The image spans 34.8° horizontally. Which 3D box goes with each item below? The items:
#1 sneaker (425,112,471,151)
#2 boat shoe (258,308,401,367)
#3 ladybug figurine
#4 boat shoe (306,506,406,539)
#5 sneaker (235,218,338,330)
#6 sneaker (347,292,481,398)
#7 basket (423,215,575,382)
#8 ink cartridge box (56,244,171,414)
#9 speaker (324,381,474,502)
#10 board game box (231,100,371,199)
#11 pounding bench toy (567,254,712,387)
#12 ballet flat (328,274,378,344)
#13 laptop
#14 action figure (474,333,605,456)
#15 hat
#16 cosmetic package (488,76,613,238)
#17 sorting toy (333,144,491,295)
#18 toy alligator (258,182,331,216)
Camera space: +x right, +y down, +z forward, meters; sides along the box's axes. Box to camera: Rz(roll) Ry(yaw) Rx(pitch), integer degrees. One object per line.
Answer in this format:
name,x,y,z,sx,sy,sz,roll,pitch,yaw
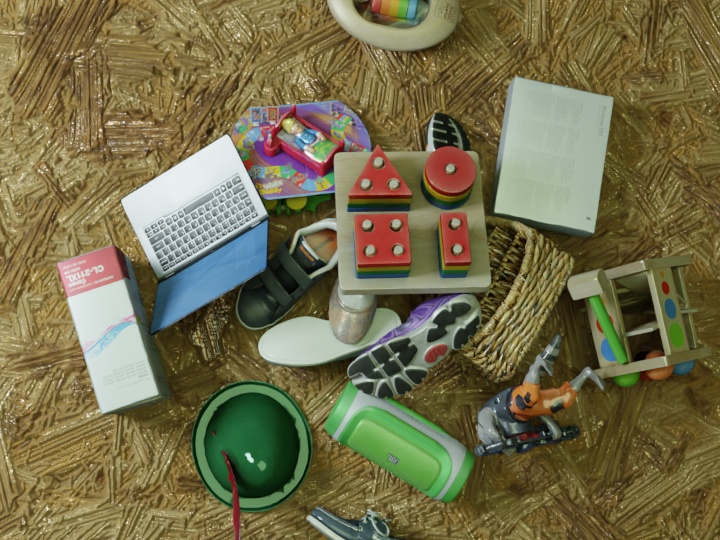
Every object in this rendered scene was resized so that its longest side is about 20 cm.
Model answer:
sneaker,0.111,-0.127,1.611,0.073,0.080,0.203,13,62,-31
boat shoe,-0.041,0.102,1.566,0.196,0.062,0.074,-11,59,-9
ladybug figurine,0.047,-0.375,1.634,0.197,0.072,0.138,15,81,-3
boat shoe,0.023,0.360,1.536,0.198,0.075,0.063,28,82,-3
sneaker,-0.094,-0.001,1.570,0.078,0.079,0.200,45,82,1
sneaker,0.073,0.095,1.521,0.198,0.084,0.081,-32,110,5
basket,0.180,0.031,1.560,0.148,0.143,0.202,32,81,-1
ink cartridge box,-0.320,0.082,1.500,0.081,0.146,0.203,-17,84,-6
speaker,0.053,0.232,1.550,0.198,0.088,0.089,31,81,-1
board game box,-0.081,-0.179,1.578,0.196,0.039,0.160,-7,59,-9
pounding bench toy,0.358,0.075,1.536,0.198,0.123,0.159,-5,81,-45
ballet flat,0.000,0.000,1.552,0.067,0.068,0.203,11,60,3
laptop,-0.224,-0.051,1.513,0.185,0.116,0.202,-28,85,14
action figure,0.235,0.181,1.547,0.198,0.193,0.106,3,53,-46
hat,-0.136,0.240,1.482,0.163,0.176,0.203,-22,85,-8
cosmetic package,0.272,-0.161,1.641,0.148,0.052,0.204,11,82,-2
sorting toy,0.068,-0.076,1.494,0.196,0.070,0.202,-1,66,-4
toy alligator,-0.084,-0.102,1.598,0.196,0.060,0.055,-1,125,-7
